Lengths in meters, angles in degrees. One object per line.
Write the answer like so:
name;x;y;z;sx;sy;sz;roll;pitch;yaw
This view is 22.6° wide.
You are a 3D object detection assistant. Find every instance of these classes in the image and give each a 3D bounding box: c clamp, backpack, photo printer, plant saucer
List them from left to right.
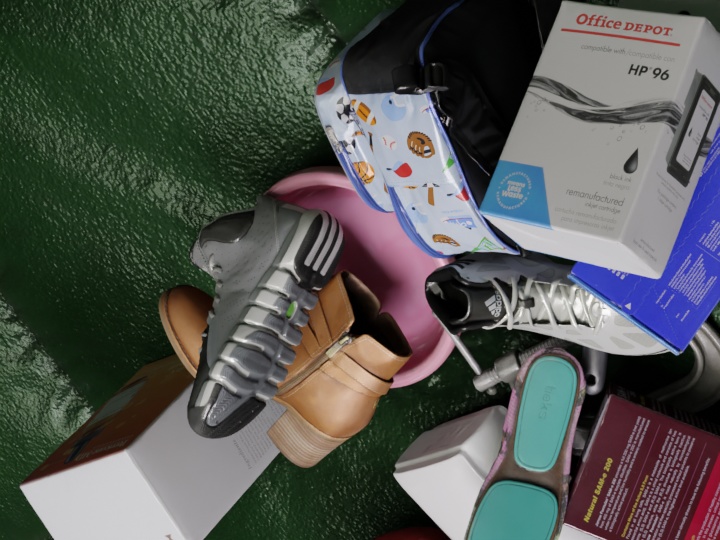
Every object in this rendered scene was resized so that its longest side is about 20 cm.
plant saucer;0.000;0.000;1.480;0.199;0.051;0.202;16;126;22
backpack;0.070;-0.105;1.280;0.153;0.200;0.191;-8;119;43
photo printer;0.133;0.209;1.484;0.200;0.069;0.166;47;157;-6
c clamp;0.179;0.068;1.397;0.199;0.027;0.171;-23;110;25

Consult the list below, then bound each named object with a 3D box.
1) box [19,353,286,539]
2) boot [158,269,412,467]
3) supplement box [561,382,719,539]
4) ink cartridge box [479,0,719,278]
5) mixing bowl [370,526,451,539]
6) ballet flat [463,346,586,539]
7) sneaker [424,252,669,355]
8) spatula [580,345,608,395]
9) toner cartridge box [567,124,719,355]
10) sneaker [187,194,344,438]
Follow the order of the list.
box;-0.172;0.160;1.593;0.152;0.200;0.107;-21;107;39
boot;-0.062;0.051;1.472;0.200;0.077;0.155;48;126;10
supplement box;0.262;0.173;1.365;0.199;0.061;0.109;22;98;4
ink cartridge box;0.172;-0.107;1.192;0.116;0.201;0.068;14;167;39
mixing bowl;0.060;0.304;1.601;0.199;0.108;0.201;17;127;24
ballet flat;0.126;0.157;1.366;0.069;0.071;0.201;14;85;8
sneaker;0.132;0.031;1.297;0.200;0.115;0.076;11;110;38
spatula;0.179;-0.004;1.342;0.056;0.021;0.201;8;106;24
toner cartridge box;0.235;-0.051;1.221;0.095;0.043;0.200;36;92;8
sneaker;-0.102;0.029;1.432;0.115;0.201;0.075;24;169;34
